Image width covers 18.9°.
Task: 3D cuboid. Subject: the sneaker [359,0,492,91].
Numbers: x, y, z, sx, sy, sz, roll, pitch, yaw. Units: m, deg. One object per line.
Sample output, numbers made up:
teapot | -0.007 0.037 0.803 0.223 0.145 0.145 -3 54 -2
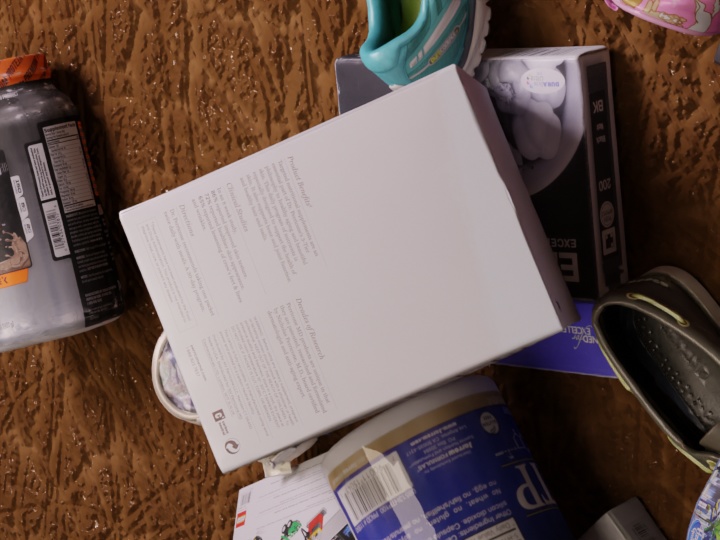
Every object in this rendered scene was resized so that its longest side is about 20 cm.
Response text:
sneaker | 0.039 -0.200 1.252 0.077 0.079 0.202 -4 78 43

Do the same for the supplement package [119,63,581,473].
supplement package | 0.000 0.000 1.198 0.199 0.151 0.153 -23 86 9

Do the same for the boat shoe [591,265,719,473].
boat shoe | 0.206 0.084 1.204 0.202 0.060 0.072 50 129 21

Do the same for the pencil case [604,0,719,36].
pencil case | 0.186 -0.220 1.117 0.086 0.083 0.201 31 124 28

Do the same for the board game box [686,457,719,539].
board game box | 0.257 0.093 1.043 0.201 0.061 0.200 -61 28 -1

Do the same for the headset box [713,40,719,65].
headset box | 0.288 -0.129 1.049 0.200 0.077 0.150 36 125 33

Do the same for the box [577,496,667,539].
box | 0.148 0.253 1.330 0.145 0.036 0.200 54 134 19

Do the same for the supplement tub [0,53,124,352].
supplement tub | -0.250 -0.048 1.568 0.122 0.122 0.202 -11 94 45

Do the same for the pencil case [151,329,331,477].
pencil case | -0.072 0.075 1.383 0.077 0.200 0.090 -17 75 8

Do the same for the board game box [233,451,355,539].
board game box | -0.018 0.182 1.426 0.199 0.034 0.127 -27 48 45

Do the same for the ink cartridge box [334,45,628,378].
ink cartridge box | 0.074 -0.034 1.313 0.197 0.043 0.202 4 106 43

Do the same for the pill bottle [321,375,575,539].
pill bottle | 0.069 0.176 1.277 0.120 0.119 0.201 -39 72 43
